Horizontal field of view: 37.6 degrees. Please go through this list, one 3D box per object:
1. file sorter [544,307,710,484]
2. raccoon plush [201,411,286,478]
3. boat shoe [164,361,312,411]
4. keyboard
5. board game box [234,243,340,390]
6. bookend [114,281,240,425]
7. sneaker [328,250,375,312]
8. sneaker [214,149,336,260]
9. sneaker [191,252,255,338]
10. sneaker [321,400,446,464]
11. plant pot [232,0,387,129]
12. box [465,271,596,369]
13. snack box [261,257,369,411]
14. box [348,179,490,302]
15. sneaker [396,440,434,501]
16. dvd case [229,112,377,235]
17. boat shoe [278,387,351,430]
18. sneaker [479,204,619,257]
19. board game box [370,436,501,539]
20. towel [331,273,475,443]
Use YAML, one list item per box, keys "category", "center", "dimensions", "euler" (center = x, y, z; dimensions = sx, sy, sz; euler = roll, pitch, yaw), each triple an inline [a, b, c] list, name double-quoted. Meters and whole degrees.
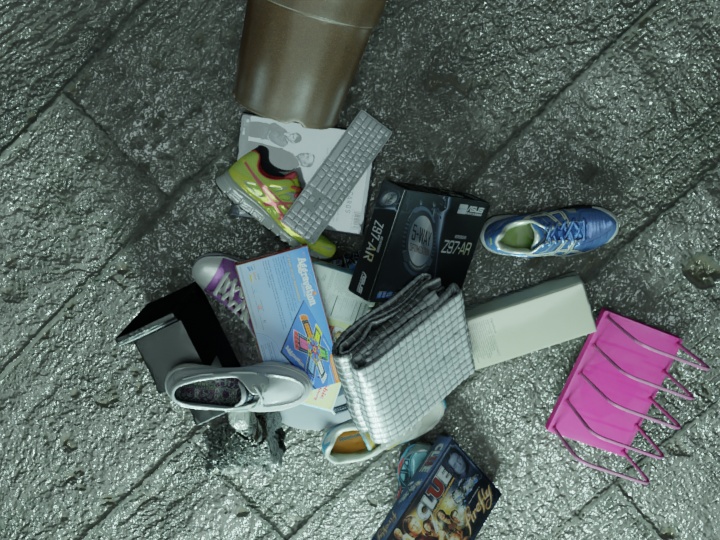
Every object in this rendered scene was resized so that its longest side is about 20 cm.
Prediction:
- category: "file sorter"
  center: [0.385, 0.185, 1.517]
  dimensions: [0.138, 0.126, 0.201]
  euler: [20, 103, -16]
- category: "raccoon plush"
  center: [-0.195, 0.236, 1.553]
  dimensions: [0.133, 0.097, 0.201]
  euler: [-10, 142, 13]
- category: "boat shoe"
  center: [-0.159, 0.158, 1.411]
  dimensions: [0.198, 0.069, 0.073]
  euler: [10, 102, -16]
- category: "keyboard"
  center: [-0.032, -0.132, 1.484]
  dimensions: [0.056, 0.011, 0.201]
  euler: [37, 78, -9]
- category: "board game box"
  center: [-0.097, 0.072, 1.448]
  dimensions: [0.102, 0.019, 0.202]
  euler: [-15, 105, -4]
- category: "bookend"
  center: [-0.245, 0.141, 1.517]
  dimensions: [0.092, 0.199, 0.201]
  euler: [-24, 101, 6]
- category: "sneaker"
  center: [0.000, 0.000, 1.536]
  dimensions: [0.089, 0.079, 0.201]
  euler: [31, 102, -6]
- category: "sneaker"
  center: [-0.105, -0.093, 1.499]
  dimensions: [0.200, 0.078, 0.091]
  euler: [39, 91, -10]
- category: "sneaker"
  center: [-0.162, 0.045, 1.536]
  dimensions: [0.199, 0.114, 0.073]
  euler: [30, 104, -3]
- category: "sneaker"
  center: [0.037, 0.238, 1.584]
  dimensions: [0.199, 0.081, 0.077]
  euler: [-24, 99, 7]
- category: "plant pot"
  center: [-0.076, -0.308, 1.423]
  dimensions: [0.199, 0.200, 0.200]
  euler: [17, 110, -1]
- category: "box"
  center: [0.235, 0.074, 1.544]
  dimensions: [0.198, 0.068, 0.083]
  euler: [-17, 102, 6]
- category: "snack box"
  center: [-0.064, 0.089, 1.489]
  dimensions: [0.115, 0.037, 0.202]
  euler: [17, 100, -15]
- category: "box"
  center: [0.085, -0.035, 1.473]
  dimensions: [0.043, 0.199, 0.161]
  euler: [29, 105, 39]
- category: "sneaker"
  center: [0.088, 0.360, 1.600]
  dimensions: [0.079, 0.096, 0.202]
  euler: [8, 103, 1]
- category: "dvd case"
  center: [-0.083, -0.140, 1.536]
  dimensions: [0.198, 0.025, 0.152]
  euler: [9, 103, 0]
- category: "boat shoe"
  center: [-0.040, 0.183, 1.583]
  dimensions: [0.199, 0.070, 0.071]
  euler: [-20, 122, 31]
- category: "sneaker"
  center: [0.272, -0.049, 1.511]
  dimensions: [0.198, 0.077, 0.076]
  euler: [-8, 100, 3]
- category: "board game box"
  center: [0.112, 0.366, 1.559]
  dimensions: [0.136, 0.034, 0.200]
  euler: [48, 62, -22]
- category: "towel"
  center: [0.058, 0.116, 1.447]
  dimensions: [0.200, 0.085, 0.166]
  euler: [-38, 135, -25]
